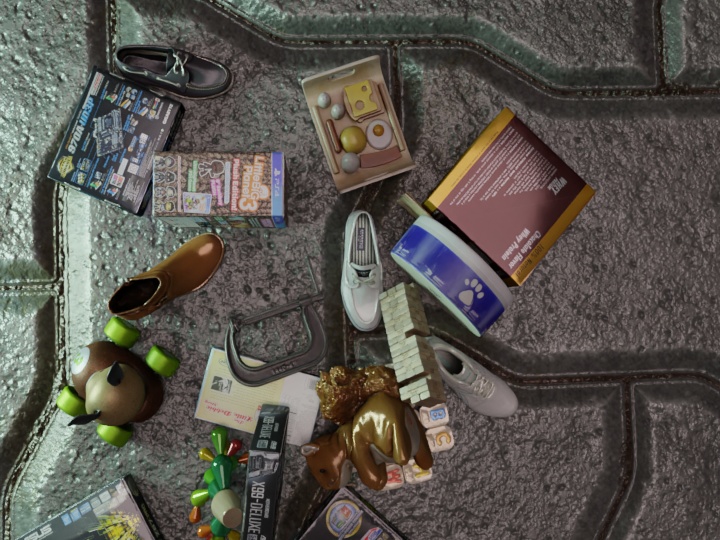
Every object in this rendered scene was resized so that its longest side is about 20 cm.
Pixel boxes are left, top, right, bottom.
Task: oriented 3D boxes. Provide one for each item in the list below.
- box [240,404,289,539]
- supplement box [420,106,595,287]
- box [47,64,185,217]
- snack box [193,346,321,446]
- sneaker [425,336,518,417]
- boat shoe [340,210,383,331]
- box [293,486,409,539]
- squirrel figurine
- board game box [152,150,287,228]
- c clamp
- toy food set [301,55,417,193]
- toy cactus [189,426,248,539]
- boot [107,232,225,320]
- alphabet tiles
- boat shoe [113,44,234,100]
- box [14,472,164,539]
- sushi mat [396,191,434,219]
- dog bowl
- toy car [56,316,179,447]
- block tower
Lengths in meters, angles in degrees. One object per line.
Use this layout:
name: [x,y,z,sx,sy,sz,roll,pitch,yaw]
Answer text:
box: [-0.147,0.332,1.084,0.049,0.158,0.205,6,102,-2]
supplement box: [0.234,-0.113,1.164,0.199,0.133,0.198,41,85,-1]
box: [-0.400,-0.212,1.168,0.156,0.046,0.204,21,86,-3]
snack box: [-0.165,0.210,1.171,0.196,0.037,0.119,16,85,-3]
sneaker: [0.181,0.184,1.176,0.198,0.080,0.071,34,84,-3]
boat shoe: [0.000,0.000,1.176,0.072,0.067,0.205,-7,88,-4]
box: [-0.034,0.479,1.165,0.160,0.044,0.201,41,85,-2]
squirrel figurine: [-0.007,0.253,1.133,0.184,0.141,0.204,-22,73,17]
board game box: [-0.215,-0.124,1.121,0.195,0.159,0.099,0,87,-5]
c clamp: [-0.139,0.093,1.170,0.197,0.027,0.173,-24,82,-16]
toy food set: [-0.002,-0.246,1.190,0.141,0.060,0.204,-19,89,-4]
toy cactus: [-0.210,0.356,1.107,0.100,0.164,0.205,11,92,-23]
boot: [-0.304,0.006,1.111,0.198,0.155,0.078,-32,90,-5]
alphabet tiles: [0.054,0.260,1.184,0.191,0.015,0.205,-13,88,3]
boat shoe: [-0.310,-0.332,1.171,0.195,0.063,0.074,9,87,-4]
box: [-0.426,0.450,1.137,0.197,0.049,0.163,-28,87,-4]
sushi mat: [0.139,-0.055,1.174,0.200,0.096,0.012,44,86,-1]
dog bowl: [0.143,0.009,1.120,0.200,0.200,0.079,44,88,-1]
toy car: [-0.387,0.177,1.075,0.156,0.200,0.166,35,86,-2]
block tower: [0.081,0.117,1.136,0.053,0.057,0.204,-27,59,28]
